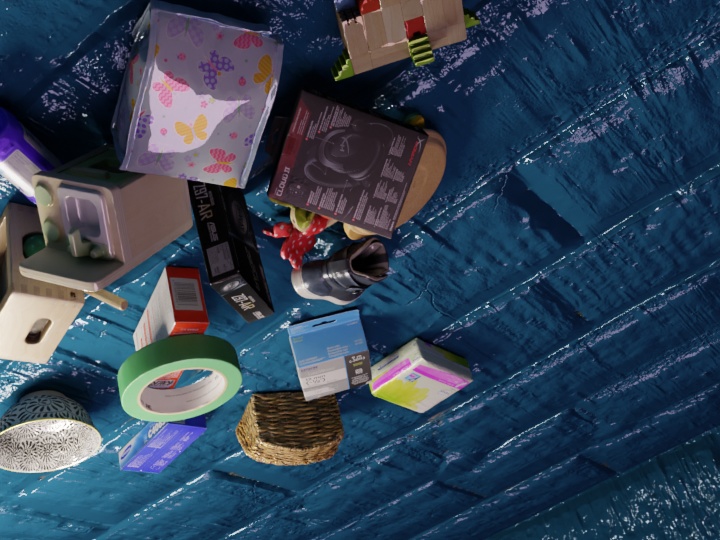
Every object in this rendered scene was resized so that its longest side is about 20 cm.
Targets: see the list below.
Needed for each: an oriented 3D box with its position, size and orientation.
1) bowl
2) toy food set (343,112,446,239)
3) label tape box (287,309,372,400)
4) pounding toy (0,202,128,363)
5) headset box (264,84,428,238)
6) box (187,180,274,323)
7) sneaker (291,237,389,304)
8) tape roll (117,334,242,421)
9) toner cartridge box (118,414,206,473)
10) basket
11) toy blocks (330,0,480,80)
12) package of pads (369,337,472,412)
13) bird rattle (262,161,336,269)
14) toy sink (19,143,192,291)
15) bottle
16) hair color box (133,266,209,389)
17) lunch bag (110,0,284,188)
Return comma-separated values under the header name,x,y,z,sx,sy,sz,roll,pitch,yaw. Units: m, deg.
name,x,y,z,sx,sy,sz,roll,pitch,yaw
bowl,-0.579,0.282,1.658,0.198,0.095,0.202,-12,145,-8
toy food set,0.052,-0.134,1.352,0.197,0.049,0.201,-37,152,-11
label tape box,-0.057,0.165,1.755,0.142,0.067,0.201,-14,147,-5
pounding toy,-0.440,0.022,1.274,0.141,0.185,0.200,12,136,-36
headset box,-0.028,-0.149,1.217,0.198,0.077,0.150,18,104,-8
box,-0.184,-0.046,1.260,0.043,0.202,0.160,-19,155,5
sneaker,0.000,0.002,1.483,0.145,0.078,0.202,-20,171,28
tape roll,-0.295,0.179,1.487,0.198,0.049,0.201,-14,146,-9
toner cartridge box,-0.411,0.353,1.879,0.094,0.043,0.200,18,132,-39
basket,-0.147,0.351,1.905,0.198,0.144,0.150,1,141,-25
toy blocks,0.043,-0.329,1.098,0.198,0.100,0.137,-18,134,-1
package of pads,0.124,0.227,1.920,0.154,0.069,0.199,-36,141,25
bird rattle,-0.060,-0.091,1.371,0.162,0.113,0.201,-27,151,-15
toy sink,-0.324,-0.076,1.134,0.129,0.200,0.113,11,120,25
bottle,-0.417,-0.127,1.167,0.065,0.083,0.200,-45,146,-7
hair color box,-0.317,0.098,1.503,0.063,0.112,0.200,4,141,-31
lunch bag,-0.197,-0.218,1.097,0.168,0.128,0.201,5,129,-27
